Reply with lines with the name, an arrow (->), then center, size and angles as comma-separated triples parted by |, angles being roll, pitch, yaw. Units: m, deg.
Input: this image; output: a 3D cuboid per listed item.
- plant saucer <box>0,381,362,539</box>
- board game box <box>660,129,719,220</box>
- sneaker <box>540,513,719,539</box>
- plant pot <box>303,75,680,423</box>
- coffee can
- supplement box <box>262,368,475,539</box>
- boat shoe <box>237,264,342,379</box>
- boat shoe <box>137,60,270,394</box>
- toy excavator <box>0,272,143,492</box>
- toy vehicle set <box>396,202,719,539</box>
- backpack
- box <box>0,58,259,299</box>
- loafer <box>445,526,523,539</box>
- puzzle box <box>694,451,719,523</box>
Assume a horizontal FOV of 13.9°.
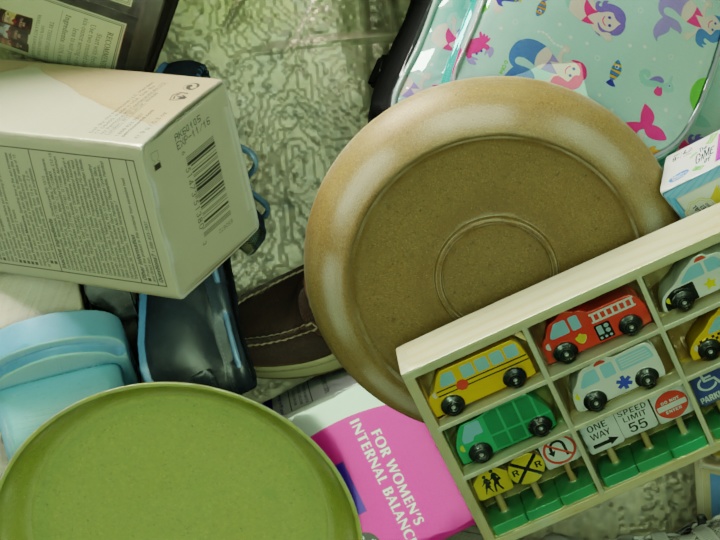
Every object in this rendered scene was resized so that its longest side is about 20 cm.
plant saucer -> -0.097, 0.141, 1.564 | 0.198, 0.031, 0.201 | 1, 117, 3
board game box -> 0.266, -0.007, 1.524 | 0.134, 0.034, 0.200 | -27, 117, 29
sneaker -> 0.188, 0.163, 1.583 | 0.199, 0.075, 0.082 | 9, 69, 21
plant pot -> 0.070, -0.001, 1.528 | 0.198, 0.028, 0.201 | -1, 113, -2
coffee can -> -0.189, -0.194, 1.584 | 0.199, 0.146, 0.147 | 19, 92, -2
supplement box -> 0.053, 0.081, 1.628 | 0.199, 0.103, 0.102 | -27, 95, -1
boat shoe -> 0.000, 0.000, 1.604 | 0.199, 0.072, 0.072 | -16, 134, 28
boat shoe -> -0.081, -0.019, 1.616 | 0.068, 0.084, 0.201 | -6, 75, 13
toy excavator -> -0.153, 0.108, 1.616 | 0.099, 0.195, 0.201 | -12, 65, -1
toy vehicle set -> 0.132, 0.054, 1.523 | 0.199, 0.027, 0.125 | -25, 120, 7
backpack -> 0.125, -0.109, 1.598 | 0.199, 0.151, 0.178 | 26, 79, -11
box -> -0.161, -0.052, 1.553 | 0.199, 0.078, 0.095 | 9, 125, 33
loafer -> 0.112, 0.206, 1.654 | 0.199, 0.063, 0.072 | 21, 65, 12
puzzle box -> 0.248, 0.157, 1.602 | 0.132, 0.025, 0.201 | 10, 123, 28
